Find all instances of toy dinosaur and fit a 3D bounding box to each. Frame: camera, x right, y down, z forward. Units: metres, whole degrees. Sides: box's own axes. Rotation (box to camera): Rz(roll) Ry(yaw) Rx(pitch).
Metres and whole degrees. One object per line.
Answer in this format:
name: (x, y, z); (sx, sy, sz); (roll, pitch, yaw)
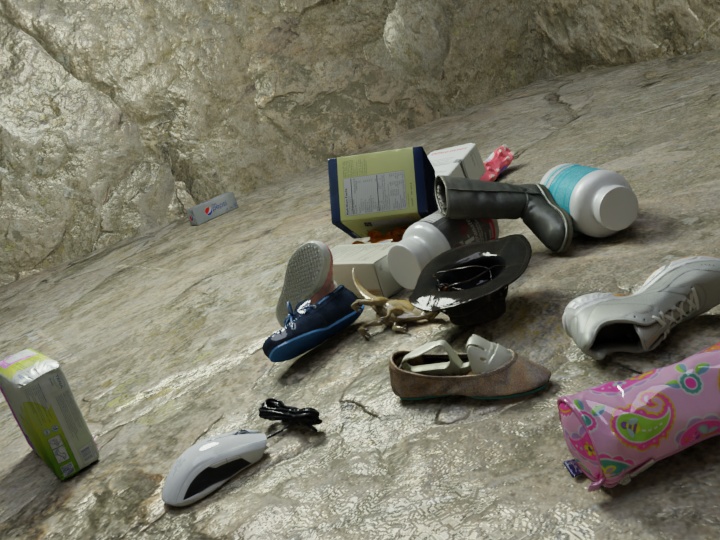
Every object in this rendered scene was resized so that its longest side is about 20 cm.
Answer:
toy dinosaur: (0.034, 0.060, 1.135); (0.199, 0.059, 0.101); (21, 32, 39)

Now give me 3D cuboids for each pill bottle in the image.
pill bottle: (0.388, -0.119, 1.235); (0.109, 0.112, 0.200); (-20, 15, -5)
pill bottle: (0.142, -0.045, 1.264); (0.199, 0.112, 0.110); (-30, 19, -35)

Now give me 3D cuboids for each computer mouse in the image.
computer mouse: (-0.150, 0.208, 0.864); (0.199, 0.044, 0.109); (-28, 19, -31)

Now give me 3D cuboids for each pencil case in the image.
pencil case: (0.270, 0.119, 0.624); (0.198, 0.088, 0.087); (-20, 16, -3)

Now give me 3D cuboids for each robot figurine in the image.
robot figurine: (0.087, -0.057, 1.460); (0.198, 0.059, 0.145); (-9, 16, 32)

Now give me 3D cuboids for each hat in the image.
hat: (0.170, 0.029, 1.048); (0.198, 0.082, 0.201); (-24, 19, 9)

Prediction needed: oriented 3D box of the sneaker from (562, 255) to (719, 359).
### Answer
sneaker: (0.333, 0.053, 0.814); (0.198, 0.076, 0.092); (-23, 22, 13)

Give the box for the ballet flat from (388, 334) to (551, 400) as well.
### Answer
ballet flat: (0.117, 0.112, 0.841); (0.198, 0.068, 0.068); (-10, 18, 27)

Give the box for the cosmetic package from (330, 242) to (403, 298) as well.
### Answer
cosmetic package: (0.000, 0.000, 1.346); (0.105, 0.072, 0.199); (-29, 19, -36)

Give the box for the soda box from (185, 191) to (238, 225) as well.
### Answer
soda box: (-0.580, -0.243, 2.839); (0.199, 0.069, 0.063); (-31, 20, -36)

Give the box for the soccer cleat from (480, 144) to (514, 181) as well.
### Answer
soccer cleat: (0.331, -0.258, 1.891); (0.200, 0.067, 0.077); (-41, -12, -35)

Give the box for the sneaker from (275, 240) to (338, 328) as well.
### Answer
sneaker: (-0.070, 0.017, 1.225); (0.104, 0.076, 0.201); (-19, -31, -39)

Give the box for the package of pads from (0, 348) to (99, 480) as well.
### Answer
package of pads: (-0.455, 0.196, 1.044); (0.068, 0.156, 0.199); (-28, 18, -33)

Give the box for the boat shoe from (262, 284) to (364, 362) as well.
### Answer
boat shoe: (-0.083, 0.082, 1.141); (0.199, 0.069, 0.084); (-22, -23, -47)

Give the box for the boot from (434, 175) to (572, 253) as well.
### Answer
boot: (0.235, -0.099, 1.214); (0.197, 0.073, 0.183); (6, 33, -20)

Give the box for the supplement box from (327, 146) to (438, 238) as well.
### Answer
supplement box: (0.053, -0.157, 1.527); (0.197, 0.136, 0.200); (-6, -9, 13)

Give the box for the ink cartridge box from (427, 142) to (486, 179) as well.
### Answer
ink cartridge box: (0.194, -0.215, 1.758); (0.145, 0.085, 0.200); (-3, 35, 45)
